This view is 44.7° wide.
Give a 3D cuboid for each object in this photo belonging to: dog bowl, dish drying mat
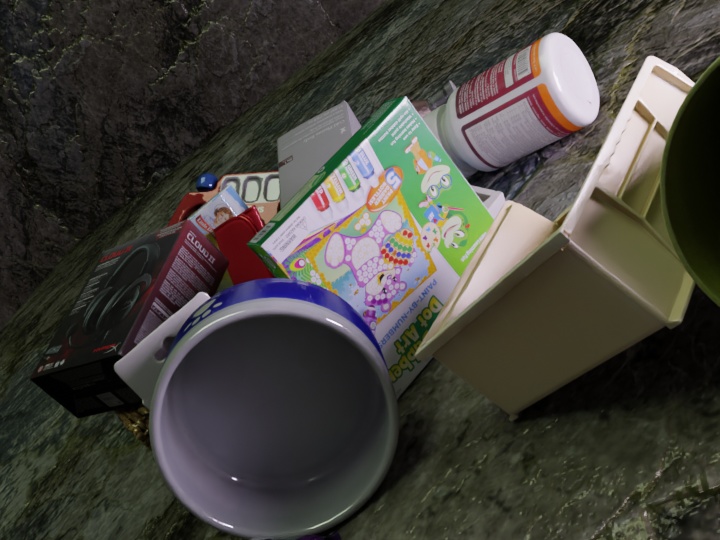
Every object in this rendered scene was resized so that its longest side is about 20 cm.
[{"bbox_3d":[-0.069,0.112,0.716,0.199,0.201,0.079,-38,17,7],"label":"dog bowl"},{"bbox_3d":[-0.105,0.035,0.970,0.076,0.203,0.018,-24,-3,40],"label":"dish drying mat"}]

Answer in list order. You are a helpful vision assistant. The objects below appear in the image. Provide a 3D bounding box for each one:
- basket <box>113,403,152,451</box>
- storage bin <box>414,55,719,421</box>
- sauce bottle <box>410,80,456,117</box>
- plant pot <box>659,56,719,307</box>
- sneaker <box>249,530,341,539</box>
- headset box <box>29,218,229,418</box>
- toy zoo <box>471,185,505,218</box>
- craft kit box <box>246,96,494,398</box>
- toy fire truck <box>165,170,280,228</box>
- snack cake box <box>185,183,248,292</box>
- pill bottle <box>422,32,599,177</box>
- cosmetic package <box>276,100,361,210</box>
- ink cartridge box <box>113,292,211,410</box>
[{"bbox_3d":[-0.189,0.131,0.976,0.150,0.143,0.199,-49,32,-14],"label":"basket"},{"bbox_3d":[0.157,-0.020,0.632,0.200,0.093,0.200,-56,3,-34],"label":"storage bin"},{"bbox_3d":[0.070,-0.218,1.357,0.198,0.065,0.065,-33,21,19],"label":"sauce bottle"},{"bbox_3d":[0.292,-0.081,0.521,0.185,0.189,0.200,-25,10,38],"label":"plant pot"},{"bbox_3d":[-0.072,0.260,0.607,0.086,0.075,0.201,-24,24,27],"label":"sneaker"},{"bbox_3d":[-0.236,0.043,0.925,0.147,0.077,0.202,-15,41,34],"label":"headset box"},{"bbox_3d":[0.073,-0.056,0.988,0.131,0.021,0.199,-39,34,-23],"label":"toy zoo"},{"bbox_3d":[0.028,-0.019,0.817,0.200,0.198,0.048,-47,24,-17],"label":"craft kit box"},{"bbox_3d":[-0.186,-0.052,1.201,0.196,0.112,0.172,0,74,27],"label":"toy fire truck"},{"bbox_3d":[-0.142,0.015,1.051,0.114,0.201,0.067,-37,10,11],"label":"snack cake box"},{"bbox_3d":[0.169,-0.183,1.026,0.198,0.110,0.110,-24,25,40],"label":"pill bottle"},{"bbox_3d":[-0.032,-0.090,1.001,0.105,0.091,0.202,-26,37,12],"label":"cosmetic package"},{"bbox_3d":[-0.117,0.112,0.805,0.116,0.201,0.067,-37,19,7],"label":"ink cartridge box"}]
